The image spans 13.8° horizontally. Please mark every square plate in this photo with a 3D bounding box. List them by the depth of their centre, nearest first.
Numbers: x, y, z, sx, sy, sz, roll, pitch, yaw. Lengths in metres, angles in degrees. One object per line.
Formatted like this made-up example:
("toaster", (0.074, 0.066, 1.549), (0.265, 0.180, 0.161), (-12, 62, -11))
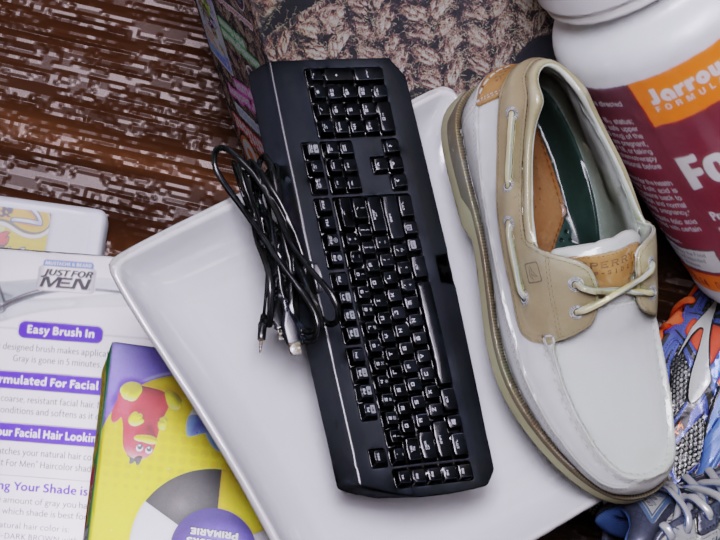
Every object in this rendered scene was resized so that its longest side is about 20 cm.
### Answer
("square plate", (0.012, 0.043, 1.322), (0.197, 0.028, 0.201), (-29, 86, -30))

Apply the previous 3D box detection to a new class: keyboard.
("keyboard", (0.000, 0.000, 1.293), (0.103, 0.040, 0.201), (-6, 74, -27))

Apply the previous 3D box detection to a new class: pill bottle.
("pill bottle", (0.157, -0.091, 1.352), (0.114, 0.114, 0.200), (-45, 120, -17))

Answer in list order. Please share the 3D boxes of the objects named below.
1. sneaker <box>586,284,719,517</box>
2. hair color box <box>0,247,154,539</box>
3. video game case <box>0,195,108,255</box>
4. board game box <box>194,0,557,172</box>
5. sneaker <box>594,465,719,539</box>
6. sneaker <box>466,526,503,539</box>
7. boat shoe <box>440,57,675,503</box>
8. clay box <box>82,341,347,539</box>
("sneaker", (0.160, 0.044, 1.437), (0.078, 0.075, 0.201), (16, 68, 5))
("hair color box", (-0.143, 0.094, 1.375), (0.108, 0.065, 0.201), (4, 72, 1))
("video game case", (-0.232, 0.045, 1.434), (0.198, 0.023, 0.183), (7, 69, -1))
("board game box", (0.019, -0.108, 1.407), (0.159, 0.201, 0.097), (-26, 33, -12))
("sneaker", (0.155, 0.123, 1.342), (0.085, 0.077, 0.200), (43, 81, -17))
("sneaker", (-0.001, 0.144, 1.389), (0.199, 0.088, 0.081), (12, 89, 24))
("boat shoe", (0.094, 0.004, 1.317), (0.074, 0.068, 0.201), (-18, 81, -30))
("clay box", (-0.067, 0.139, 1.308), (0.114, 0.048, 0.201), (8, 68, -8))
